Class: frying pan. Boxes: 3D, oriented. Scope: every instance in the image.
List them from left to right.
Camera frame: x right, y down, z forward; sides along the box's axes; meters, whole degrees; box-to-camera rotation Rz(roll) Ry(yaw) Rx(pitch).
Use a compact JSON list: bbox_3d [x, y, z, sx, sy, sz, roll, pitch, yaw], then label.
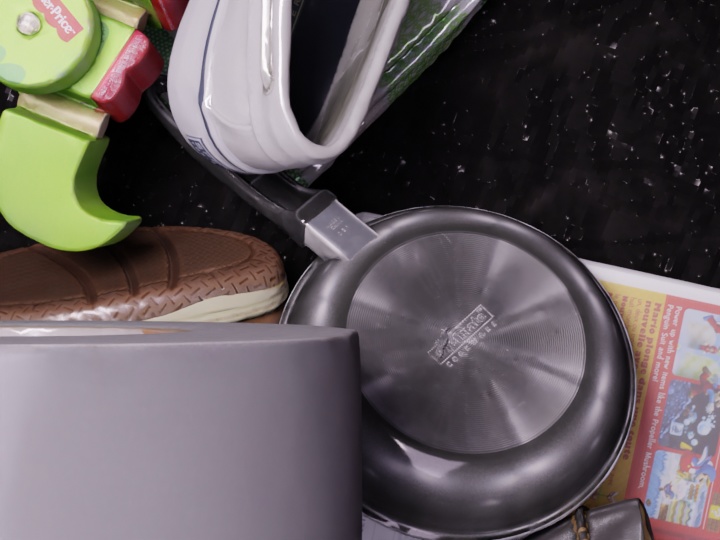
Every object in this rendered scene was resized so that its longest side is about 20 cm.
[{"bbox_3d":[0.016,-0.004,0.822,0.114,0.031,0.191,-18,67,-15],"label":"frying pan"}]

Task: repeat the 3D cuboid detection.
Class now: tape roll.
[{"bbox_3d":[-0.098,0.048,0.718,0.199,0.200,0.067,-1,90,8],"label":"tape roll"}]

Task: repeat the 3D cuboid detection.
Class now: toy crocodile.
[{"bbox_3d":[-0.072,-0.105,0.827,0.061,0.068,0.201,19,84,8],"label":"toy crocodile"}]

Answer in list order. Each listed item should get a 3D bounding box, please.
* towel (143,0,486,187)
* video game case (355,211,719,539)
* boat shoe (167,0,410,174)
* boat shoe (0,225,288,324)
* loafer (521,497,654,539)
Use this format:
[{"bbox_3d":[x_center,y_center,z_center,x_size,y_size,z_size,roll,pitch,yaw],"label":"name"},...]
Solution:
[{"bbox_3d":[-0.010,-0.139,0.868,0.200,0.031,0.149,-44,84,4],"label":"towel"},{"bbox_3d":[0.079,0.071,0.853,0.199,0.017,0.144,12,90,9],"label":"video game case"},{"bbox_3d":[0.002,-0.125,0.806,0.065,0.073,0.201,7,83,53],"label":"boat shoe"},{"bbox_3d":[-0.119,0.038,0.865,0.201,0.075,0.075,-9,111,6],"label":"boat shoe"},{"bbox_3d":[0.107,0.163,0.806,0.072,0.073,0.200,-35,98,15],"label":"loafer"}]
